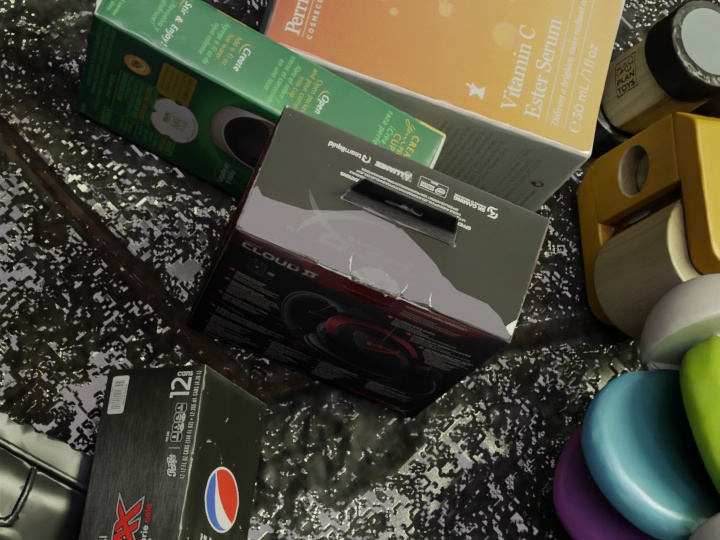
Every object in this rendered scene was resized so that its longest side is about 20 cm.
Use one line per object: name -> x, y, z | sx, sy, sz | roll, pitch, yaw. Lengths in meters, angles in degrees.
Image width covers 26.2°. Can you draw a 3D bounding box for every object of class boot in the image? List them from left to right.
boot -> -0.228, 0.144, 0.785 | 0.198, 0.073, 0.163 | 27, 63, -13

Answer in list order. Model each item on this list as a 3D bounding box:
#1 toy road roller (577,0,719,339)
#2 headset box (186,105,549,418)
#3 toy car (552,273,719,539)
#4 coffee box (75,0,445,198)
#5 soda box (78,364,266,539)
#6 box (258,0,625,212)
toy road roller -> 0.221, -0.058, 0.945 | 0.146, 0.123, 0.200 | 8, 70, -24
headset box -> 0.000, 0.000, 0.824 | 0.149, 0.200, 0.075 | 22, 69, -6
toy car -> 0.181, 0.113, 0.843 | 0.150, 0.200, 0.175 | -17, 59, 14
coffee box -> -0.061, -0.084, 0.879 | 0.200, 0.123, 0.044 | 28, 65, -3
soda box -> -0.102, 0.153, 0.793 | 0.063, 0.071, 0.200 | -4, 65, 26
box -> 0.044, -0.145, 0.932 | 0.200, 0.106, 0.152 | 18, 69, -9
